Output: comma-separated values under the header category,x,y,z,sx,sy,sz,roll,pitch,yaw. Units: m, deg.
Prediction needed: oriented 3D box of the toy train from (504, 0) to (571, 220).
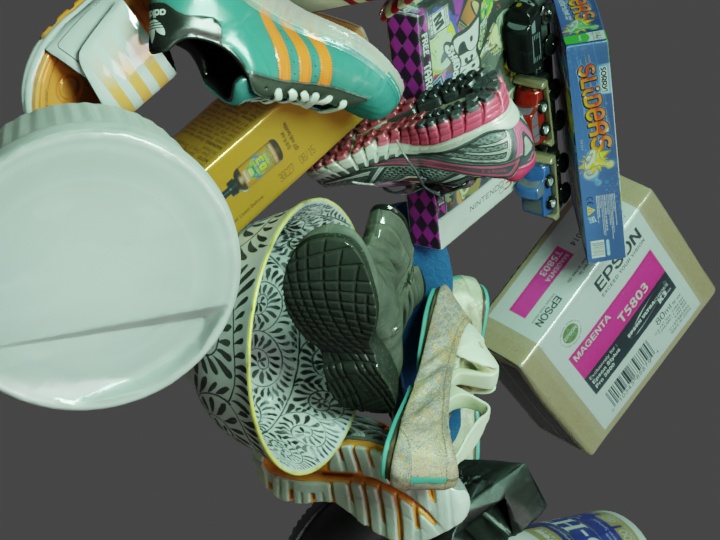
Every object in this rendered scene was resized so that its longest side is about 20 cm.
category,x,y,z,sx,sy,sz,roll,pitch,yaw
toy train,0.139,-0.123,1.463,0.046,0.034,0.201,-39,132,-38

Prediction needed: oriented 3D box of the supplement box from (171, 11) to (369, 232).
category,x,y,z,sx,sy,sz,roll,pitch,yaw
supplement box,-0.073,-0.097,1.332,0.200,0.069,0.067,-44,131,-19

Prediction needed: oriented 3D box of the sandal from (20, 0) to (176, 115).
category,x,y,z,sx,sy,sz,roll,pitch,yaw
sandal,-0.146,-0.164,1.239,0.207,0.059,0.079,-52,134,-10

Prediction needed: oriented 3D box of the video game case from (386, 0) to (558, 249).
category,x,y,z,sx,sy,sz,roll,pitch,yaw
video game case,0.092,-0.144,1.450,0.181,0.036,0.201,-38,132,-42

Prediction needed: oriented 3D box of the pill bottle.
category,x,y,z,sx,sy,sz,roll,pitch,yaw
pill bottle,0.165,0.291,1.687,0.199,0.119,0.121,-4,112,-41

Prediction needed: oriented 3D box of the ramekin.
category,x,y,z,sx,sy,sz,roll,pitch,yaw
ramekin,-0.182,-0.016,1.211,0.201,0.094,0.204,-6,119,-11

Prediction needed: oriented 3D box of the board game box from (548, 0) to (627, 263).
category,x,y,z,sx,sy,sz,roll,pitch,yaw
board game box,0.183,-0.127,1.500,0.034,0.136,0.201,-8,124,3

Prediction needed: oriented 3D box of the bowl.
category,x,y,z,sx,sy,sz,roll,pitch,yaw
bowl,-0.074,0.045,1.357,0.200,0.094,0.202,5,90,-65

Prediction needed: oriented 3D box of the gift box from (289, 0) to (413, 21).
category,x,y,z,sx,sy,sz,roll,pitch,yaw
gift box,-0.026,-0.282,1.206,0.186,0.199,0.186,26,73,-41

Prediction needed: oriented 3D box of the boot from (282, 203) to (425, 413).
category,x,y,z,sx,sy,sz,roll,pitch,yaw
boot,0.000,0.000,1.341,0.201,0.067,0.131,74,25,-50

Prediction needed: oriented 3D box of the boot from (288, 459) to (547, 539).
category,x,y,z,sx,sy,sz,roll,pitch,yaw
boot,0.038,0.211,1.475,0.165,0.200,0.066,-49,115,-18

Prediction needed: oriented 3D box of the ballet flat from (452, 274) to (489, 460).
category,x,y,z,sx,sy,sz,roll,pitch,yaw
ballet flat,0.067,0.100,1.561,0.062,0.067,0.201,-3,106,-20

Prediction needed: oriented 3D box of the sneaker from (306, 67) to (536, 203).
category,x,y,z,sx,sy,sz,roll,pitch,yaw
sneaker,0.038,-0.083,1.347,0.075,0.199,0.081,54,53,-24

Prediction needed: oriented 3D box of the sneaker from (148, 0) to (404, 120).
category,x,y,z,sx,sy,sz,roll,pitch,yaw
sneaker,-0.060,-0.137,1.244,0.199,0.071,0.080,27,73,-30

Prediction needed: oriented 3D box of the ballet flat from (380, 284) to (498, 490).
category,x,y,z,sx,sy,sz,roll,pitch,yaw
ballet flat,0.067,0.090,1.383,0.068,0.067,0.201,87,15,-44

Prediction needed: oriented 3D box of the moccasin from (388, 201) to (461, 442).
category,x,y,z,sx,sy,sz,roll,pitch,yaw
moccasin,0.030,0.046,1.483,0.080,0.068,0.202,-1,87,-27

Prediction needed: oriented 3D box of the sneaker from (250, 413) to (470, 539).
category,x,y,z,sx,sy,sz,roll,pitch,yaw
sneaker,0.008,0.149,1.433,0.077,0.199,0.079,-30,124,-43

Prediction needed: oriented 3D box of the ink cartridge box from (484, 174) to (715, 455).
category,x,y,z,sx,sy,sz,roll,pitch,yaw
ink cartridge box,0.207,0.037,1.638,0.200,0.075,0.165,-52,135,-9
